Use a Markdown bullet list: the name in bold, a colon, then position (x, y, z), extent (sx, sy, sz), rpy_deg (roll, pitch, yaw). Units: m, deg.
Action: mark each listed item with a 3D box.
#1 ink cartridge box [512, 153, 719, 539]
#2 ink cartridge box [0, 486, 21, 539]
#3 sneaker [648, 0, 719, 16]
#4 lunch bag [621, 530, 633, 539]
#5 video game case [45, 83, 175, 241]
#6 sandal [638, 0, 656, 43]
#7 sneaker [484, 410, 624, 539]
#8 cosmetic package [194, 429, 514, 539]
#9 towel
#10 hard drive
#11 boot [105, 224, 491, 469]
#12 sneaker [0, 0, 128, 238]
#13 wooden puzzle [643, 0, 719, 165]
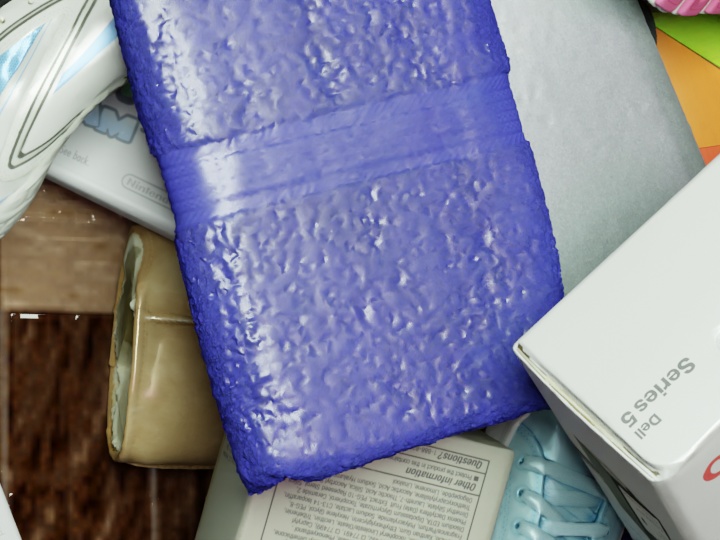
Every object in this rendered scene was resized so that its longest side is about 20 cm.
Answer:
- **ink cartridge box**: position (0.160, 0.047, 0.867), extent (0.145, 0.200, 0.084), rpy_deg (-43, 55, -5)
- **ink cartridge box**: position (-0.219, 0.144, 0.849), extent (0.200, 0.067, 0.116), rpy_deg (-21, 88, -35)
- **sneaker**: position (0.134, -0.155, 0.934), extent (0.074, 0.200, 0.087), rpy_deg (-47, 66, 19)
- **lunch bag**: position (0.196, 0.139, 1.000), extent (0.160, 0.076, 0.200), rpy_deg (42, 71, -5)
- **video game case**: position (-0.097, -0.123, 0.939), extent (0.200, 0.024, 0.182), rpy_deg (26, 81, 6)
- **sandal**: position (0.025, -0.110, 0.970), extent (0.200, 0.048, 0.075), rpy_deg (4, 73, 6)
- **sneaker**: position (0.076, 0.134, 0.934), extent (0.074, 0.082, 0.200), rpy_deg (17, 95, -22)
- **cosmetic package**: position (-0.020, 0.149, 0.907), extent (0.103, 0.073, 0.200), rpy_deg (16, 92, -16)
- **towel**: position (-0.005, -0.030, 0.854), extent (0.148, 0.050, 0.200), rpy_deg (-15, 89, -21)
- **hard drive**: position (0.056, -0.059, 0.918), extent (0.139, 0.033, 0.200), rpy_deg (-24, 93, -14)
- **boot**: position (0.000, 0.000, 0.966), extent (0.200, 0.066, 0.175), rpy_deg (5, 80, -15)
- **sneaker**: position (-0.109, -0.098, 0.884), extent (0.072, 0.072, 0.200), rpy_deg (43, 84, -19)
- **wooden puzzle**: position (0.197, -0.054, 1.002), extent (0.185, 0.037, 0.200), rpy_deg (-10, 75, -20)
